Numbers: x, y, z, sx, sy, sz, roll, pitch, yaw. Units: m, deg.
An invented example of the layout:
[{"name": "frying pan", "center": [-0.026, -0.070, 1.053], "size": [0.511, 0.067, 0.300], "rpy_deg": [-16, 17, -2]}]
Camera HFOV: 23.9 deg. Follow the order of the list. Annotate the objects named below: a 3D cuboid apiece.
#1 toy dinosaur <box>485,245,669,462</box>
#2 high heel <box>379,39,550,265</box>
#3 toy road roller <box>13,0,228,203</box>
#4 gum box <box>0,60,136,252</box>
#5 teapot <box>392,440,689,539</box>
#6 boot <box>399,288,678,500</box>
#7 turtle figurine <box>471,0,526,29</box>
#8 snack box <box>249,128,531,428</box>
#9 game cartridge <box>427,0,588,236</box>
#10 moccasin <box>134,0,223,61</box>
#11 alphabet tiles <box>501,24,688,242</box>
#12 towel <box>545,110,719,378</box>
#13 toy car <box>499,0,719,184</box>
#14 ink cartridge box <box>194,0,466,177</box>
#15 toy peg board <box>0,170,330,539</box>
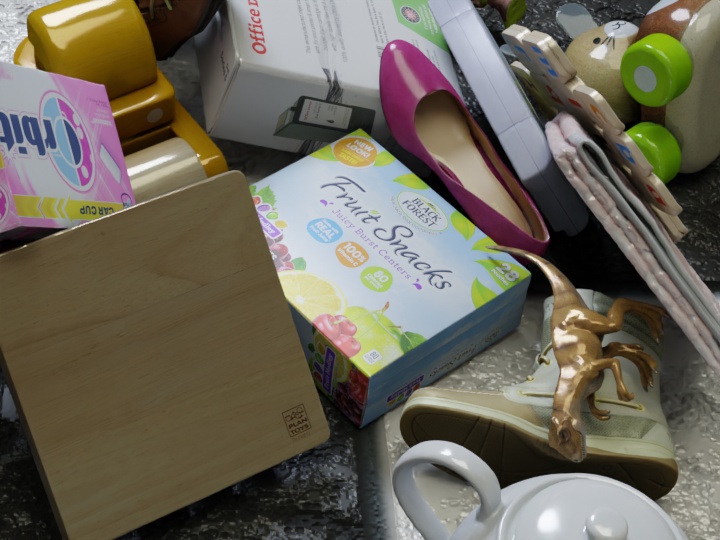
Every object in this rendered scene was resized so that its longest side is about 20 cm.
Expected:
[{"name": "toy dinosaur", "center": [0.155, 0.039, 1.186], "size": [0.106, 0.061, 0.201], "rpy_deg": [5, 45, -9]}, {"name": "high heel", "center": [0.084, -0.096, 1.305], "size": [0.067, 0.096, 0.201], "rpy_deg": [-33, 95, -24]}, {"name": "toy road roller", "center": [-0.196, -0.126, 1.319], "size": [0.123, 0.146, 0.200], "rpy_deg": [-24, 55, -24]}, {"name": "gum box", "center": [-0.227, -0.074, 1.172], "size": [0.066, 0.200, 0.114], "rpy_deg": [-17, 85, 17]}, {"name": "teapot", "center": [0.135, 0.197, 1.068], "size": [0.199, 0.146, 0.198], "rpy_deg": [-6, 48, -12]}, {"name": "boot", "center": [0.129, 0.081, 1.228], "size": [0.199, 0.072, 0.155], "rpy_deg": [11, 47, -5]}, {"name": "turtle figurine", "center": [0.071, -0.267, 1.548], "size": [0.161, 0.065, 0.200], "rpy_deg": [36, 52, 23]}, {"name": "snack box", "center": [0.000, 0.000, 1.287], "size": [0.168, 0.068, 0.200], "rpy_deg": [-29, 58, -30]}, {"name": "game cartridge", "center": [0.119, -0.133, 1.376], "size": [0.040, 0.133, 0.201], "rpy_deg": [-31, 59, 12]}, {"name": "moccasin", "center": [-0.147, -0.227, 1.327], "size": [0.078, 0.201, 0.074], "rpy_deg": [32, 75, -15]}, {"name": "alphabet tiles", "center": [0.184, -0.109, 1.333], "size": [0.015, 0.200, 0.196], "rpy_deg": [-39, 19, -2]}, {"name": "towel", "center": [0.205, -0.025, 1.236], "size": [0.200, 0.032, 0.191], "rpy_deg": [53, 10, -6]}, {"name": "toy car", "center": [0.226, -0.183, 1.447], "size": [0.200, 0.158, 0.164], "rpy_deg": [29, 45, 34]}, {"name": "ink cartridge box", "center": [-0.030, -0.170, 1.397], "size": [0.199, 0.084, 0.146], "rpy_deg": [10, 44, -22]}, {"name": "toy peg board", "center": [-0.153, 0.059, 1.169], "size": [0.199, 0.098, 0.200], "rpy_deg": [-22, 98, -25]}]
